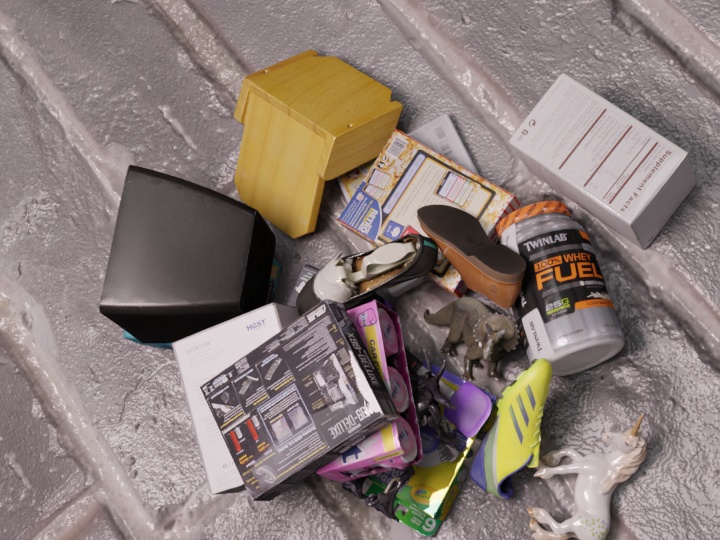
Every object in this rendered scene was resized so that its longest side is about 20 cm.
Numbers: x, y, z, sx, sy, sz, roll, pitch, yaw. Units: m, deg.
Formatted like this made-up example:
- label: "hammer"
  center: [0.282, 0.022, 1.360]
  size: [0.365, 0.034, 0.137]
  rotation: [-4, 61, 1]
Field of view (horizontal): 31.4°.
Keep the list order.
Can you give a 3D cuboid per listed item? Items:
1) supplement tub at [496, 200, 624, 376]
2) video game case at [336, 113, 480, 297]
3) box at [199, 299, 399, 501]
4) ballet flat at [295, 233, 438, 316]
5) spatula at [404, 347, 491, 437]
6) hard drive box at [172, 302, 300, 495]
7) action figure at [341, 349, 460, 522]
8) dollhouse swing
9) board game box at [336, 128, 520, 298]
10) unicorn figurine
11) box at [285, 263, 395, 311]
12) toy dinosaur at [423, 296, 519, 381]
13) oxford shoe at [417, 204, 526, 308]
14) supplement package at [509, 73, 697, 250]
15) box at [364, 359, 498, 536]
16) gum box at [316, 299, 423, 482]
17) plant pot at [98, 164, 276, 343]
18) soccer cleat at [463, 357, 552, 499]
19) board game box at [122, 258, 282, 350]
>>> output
- label: "supplement tub"
  center: [0.245, 0.022, 1.615]
  size: [0.122, 0.123, 0.201]
  rotation: [-22, 68, 13]
- label: "video game case"
  center: [0.083, -0.091, 1.765]
  size: [0.181, 0.023, 0.201]
  rotation: [-29, 68, 10]
- label: "box"
  center: [-0.074, 0.153, 1.507]
  size: [0.200, 0.050, 0.158]
  rotation: [-35, 68, 16]
- label: "ballet flat"
  center: [0.000, 0.000, 1.611]
  size: [0.199, 0.068, 0.068]
  rotation: [-25, 66, 9]
- label: "spatula"
  center: [0.089, 0.136, 1.648]
  size: [0.200, 0.021, 0.057]
  rotation: [39, 93, 28]
- label: "hard drive box"
  center: [-0.132, 0.161, 1.606]
  size: [0.155, 0.077, 0.201]
  rotation: [-21, 76, 20]
- label: "action figure"
  center: [0.058, 0.202, 1.597]
  size: [0.119, 0.102, 0.201]
  rotation: [27, 83, 32]
- label: "dollhouse swing"
  center: [-0.065, -0.176, 1.823]
  size: [0.181, 0.177, 0.200]
  rotation: [-29, 47, -32]
- label: "board game box"
  center: [0.090, -0.078, 1.720]
  size: [0.200, 0.046, 0.152]
  rotation: [33, 88, 25]
- label: "unicorn figurine"
  center: [0.278, 0.263, 1.569]
  size: [0.137, 0.074, 0.201]
  rotation: [4, 92, 21]
- label: "box"
  center: [-0.051, 0.111, 1.700]
  size: [0.106, 0.122, 0.201]
  rotation: [19, 82, 24]
- label: "toy dinosaur"
  center: [0.149, 0.079, 1.650]
  size: [0.200, 0.077, 0.103]
  rotation: [-129, 49, -60]
- label: "oxford shoe"
  center: [0.131, -0.019, 1.620]
  size: [0.071, 0.072, 0.200]
  rotation: [-16, 39, -25]
- label: "supplement package"
  center: [0.311, -0.139, 1.641]
  size: [0.200, 0.117, 0.117]
  rotation: [39, 90, 25]
- label: "box"
  center: [0.087, 0.230, 1.656]
  size: [0.117, 0.048, 0.201]
  rotation: [25, 86, 26]
- label: "gum box"
  center: [-0.001, 0.152, 1.548]
  size: [0.113, 0.066, 0.201]
  rotation: [-20, 63, 23]
- label: "plant pot"
  center: [-0.219, -0.009, 1.716]
  size: [0.176, 0.200, 0.201]
  rotation: [6, 75, 11]
- label: "soccer cleat"
  center: [0.198, 0.194, 1.571]
  size: [0.084, 0.065, 0.201]
  rotation: [37, 122, 22]
- label: "board game box"
  center: [-0.225, 0.043, 1.826]
  size: [0.199, 0.047, 0.152]
  rotation: [9, 77, 22]
